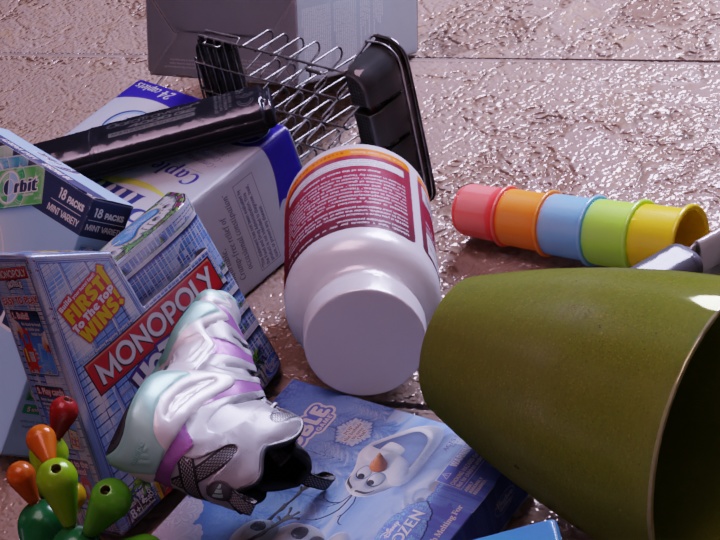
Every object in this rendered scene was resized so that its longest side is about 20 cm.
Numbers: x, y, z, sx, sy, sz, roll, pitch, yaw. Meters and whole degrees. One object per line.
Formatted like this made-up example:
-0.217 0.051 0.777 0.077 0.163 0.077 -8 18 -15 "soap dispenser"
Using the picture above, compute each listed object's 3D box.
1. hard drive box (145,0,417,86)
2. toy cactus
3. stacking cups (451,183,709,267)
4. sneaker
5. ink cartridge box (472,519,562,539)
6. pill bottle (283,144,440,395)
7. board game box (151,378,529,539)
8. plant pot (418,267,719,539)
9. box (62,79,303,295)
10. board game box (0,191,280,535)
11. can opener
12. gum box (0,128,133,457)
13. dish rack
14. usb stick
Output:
-0.065 -0.214 1.817 0.155 0.077 0.200 8 17 30 "hard drive box"
-0.186 0.193 1.351 0.102 0.166 0.200 11 32 -45 "toy cactus"
0.155 -0.030 1.565 0.199 0.061 0.061 9 43 34 "stacking cups"
-0.075 0.098 1.386 0.139 0.078 0.200 28 32 -2 "sneaker"
0.095 0.259 1.132 0.084 0.145 0.201 -15 36 3 "ink cartridge box"
0.000 0.000 1.523 0.112 0.114 0.200 -13 29 6 "pill bottle"
-0.021 0.169 1.385 0.198 0.044 0.200 13 46 36 "board game box"
0.142 0.074 1.313 0.199 0.188 0.187 17 47 34 "plant pot"
-0.170 -0.041 1.671 0.183 0.105 0.200 20 50 41 "box"
-0.161 0.041 1.472 0.061 0.201 0.200 2 37 50 "board game box"
0.224 0.017 1.439 0.199 0.054 0.067 -28 44 -31 "can opener"
-0.265 0.012 1.576 0.044 0.201 0.169 10 14 -47 "gum box"
-0.042 -0.123 1.677 0.199 0.154 0.055 17 44 36 "dish rack"
-0.163 -0.102 1.631 0.198 0.033 0.056 -15 28 2 "usb stick"
